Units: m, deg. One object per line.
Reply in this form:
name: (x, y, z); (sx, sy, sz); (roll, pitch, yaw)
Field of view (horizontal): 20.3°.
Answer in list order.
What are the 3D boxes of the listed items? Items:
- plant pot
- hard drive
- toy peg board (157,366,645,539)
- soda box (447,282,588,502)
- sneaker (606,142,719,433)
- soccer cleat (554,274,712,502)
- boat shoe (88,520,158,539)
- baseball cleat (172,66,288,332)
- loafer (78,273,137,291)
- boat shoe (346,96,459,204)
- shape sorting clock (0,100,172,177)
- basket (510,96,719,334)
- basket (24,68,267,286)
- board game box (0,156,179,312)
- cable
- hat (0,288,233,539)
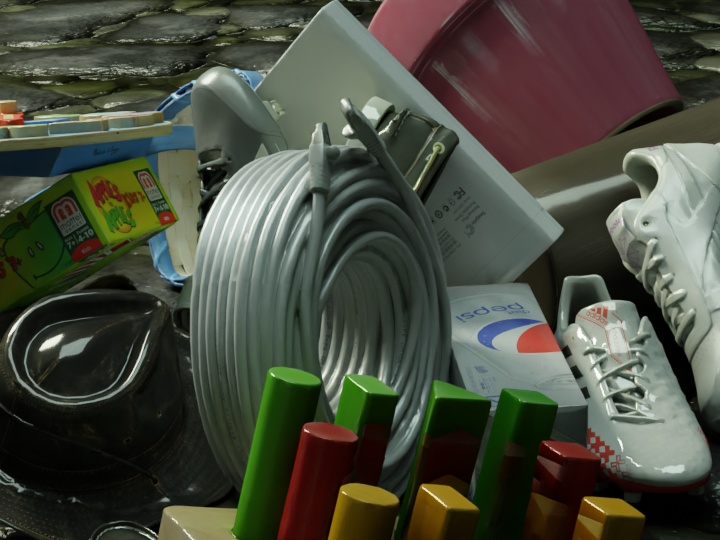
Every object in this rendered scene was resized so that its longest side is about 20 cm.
plant pot: (0.129, -0.146, 1.456); (0.200, 0.200, 0.179); (-22, 68, -45)
hard drive: (0.015, -0.055, 1.263); (0.200, 0.132, 0.027); (45, 38, 1)
toy peg board: (0.043, 0.118, 0.895); (0.199, 0.098, 0.199); (6, 13, -29)
soda box: (0.082, 0.070, 1.153); (0.063, 0.069, 0.200); (-3, 18, -4)
sneaker: (0.197, 0.009, 1.213); (0.099, 0.075, 0.201); (5, 55, -5)
soccer cleat: (0.147, 0.064, 1.136); (0.068, 0.086, 0.200); (-4, 19, -8)
boat shoe: (-0.099, 0.158, 0.930); (0.068, 0.057, 0.200); (-6, 20, -12)
baseball cleat: (-0.078, -0.023, 1.239); (0.106, 0.201, 0.070); (-24, 4, -36)
loafer: (-0.183, 0.056, 1.212); (0.075, 0.069, 0.200); (3, 19, 14)
boat shoe: (0.000, 0.000, 1.199); (0.060, 0.202, 0.072); (20, -1, 8)
shape sorting clock: (-0.213, -0.083, 1.212); (0.199, 0.039, 0.200); (1, 8, 0)
basket: (0.179, -0.028, 1.337); (0.199, 0.137, 0.180); (-17, 3, -25)
basket: (-0.113, -0.063, 1.400); (0.200, 0.140, 0.176); (-6, -10, -43)
board game box: (-0.218, 0.003, 1.226); (0.200, 0.048, 0.102); (-30, -2, 21)
cable: (-0.019, 0.034, 1.067); (0.069, 0.200, 0.201); (3, 64, 29)
hat: (-0.149, 0.057, 1.103); (0.200, 0.081, 0.201); (11, 37, -8)
